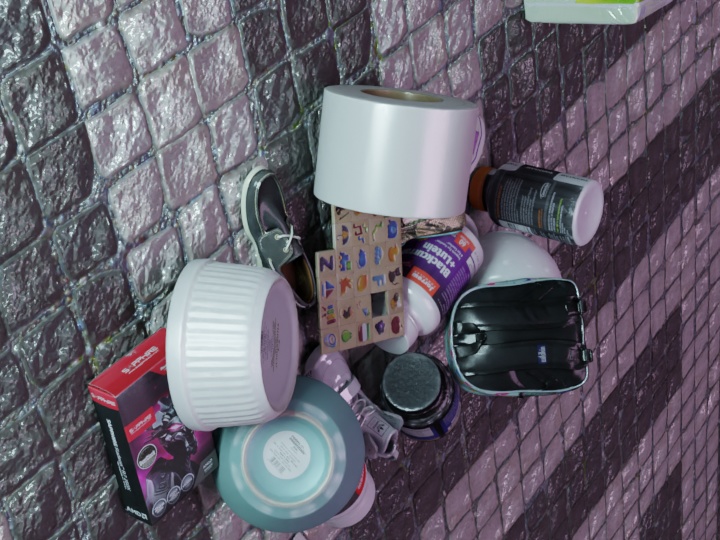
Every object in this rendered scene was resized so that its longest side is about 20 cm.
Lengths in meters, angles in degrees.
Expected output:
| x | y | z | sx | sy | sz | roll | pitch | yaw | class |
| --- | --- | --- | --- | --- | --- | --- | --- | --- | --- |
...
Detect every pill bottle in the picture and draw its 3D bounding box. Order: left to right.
| x | y | z | sx | sy | sz | roll | pitch | yaw | class |
| --- | --- | --- | --- | --- | --- | --- | --- | --- | --- |
| -0.058 | 0.272 | 1.698 | 0.114 | 0.113 | 0.200 | -61 | 144 | -19 | pill bottle |
| 0.086 | 0.023 | 1.809 | 0.200 | 0.111 | 0.112 | -52 | 141 | -31 | pill bottle |
| 0.088 | 0.184 | 1.830 | 0.200 | 0.111 | 0.112 | 62 | 51 | -71 | pill bottle |
| 0.271 | -0.110 | 1.944 | 0.106 | 0.199 | 0.107 | -29 | 127 | -47 | pill bottle |

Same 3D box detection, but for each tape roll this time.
| x | y | z | sx | sy | sz | roll | pitch | yaw | class |
| --- | --- | --- | --- | --- | --- | --- | --- | --- | --- |
| 0.045 | -0.156 | 1.594 | 0.202 | 0.202 | 0.140 | -14 | 115 | -53 | tape roll |

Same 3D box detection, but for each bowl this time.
| x | y | z | sx | sy | sz | roll | pitch | yaw | class |
| --- | --- | --- | --- | --- | --- | --- | --- | --- | --- |
| -0.090 | 0.231 | 1.536 | 0.105 | 0.200 | 0.202 | 140 | -32 | -85 | bowl |

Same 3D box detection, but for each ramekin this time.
| x | y | z | sx | sy | sz | roll | pitch | yaw | class |
| --- | --- | --- | --- | --- | --- | --- | --- | --- | --- |
| -0.142 | 0.087 | 1.442 | 0.200 | 0.104 | 0.202 | 1 | 90 | -77 | ramekin |

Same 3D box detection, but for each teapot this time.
| x | y | z | sx | sy | sz | roll | pitch | yaw | class |
| --- | --- | --- | --- | --- | --- | --- | --- | --- | --- |
| 0.226 | 0.004 | 1.977 | 0.201 | 0.196 | 0.147 | 90 | 0 | -55 | teapot |

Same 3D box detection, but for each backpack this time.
| x | y | z | sx | sy | sz | roll | pitch | yaw | class |
| --- | --- | --- | --- | --- | --- | --- | --- | --- | --- |
| 0.223 | 0.101 | 1.826 | 0.151 | 0.199 | 0.179 | 133 | -48 | -80 | backpack |

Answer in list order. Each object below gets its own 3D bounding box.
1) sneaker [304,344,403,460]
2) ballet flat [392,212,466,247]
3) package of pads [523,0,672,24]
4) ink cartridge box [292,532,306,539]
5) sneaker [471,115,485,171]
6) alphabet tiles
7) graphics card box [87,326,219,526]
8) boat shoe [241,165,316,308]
| x | y | z | sx | sy | sz | roll | pitch | yaw | class |
| --- | --- | --- | --- | --- | --- | --- | --- | --- | --- |
| -0.005 | 0.188 | 1.737 | 0.075 | 0.114 | 0.201 | -45 | 137 | -30 | sneaker |
| 0.059 | -0.067 | 1.747 | 0.199 | 0.068 | 0.076 | -20 | 110 | -23 | ballet flat |
| 0.382 | -0.441 | 1.971 | 0.154 | 0.199 | 0.069 | -34 | 125 | -45 | package of pads |
| -0.094 | 0.493 | 1.778 | 0.201 | 0.068 | 0.116 | -59 | 144 | -22 | ink cartridge box |
| 0.111 | -0.171 | 1.805 | 0.201 | 0.072 | 0.114 | -62 | 142 | -18 | sneaker |
| 0.000 | 0.000 | 1.651 | 0.167 | 0.008 | 0.201 | -10 | 100 | -47 | alphabet tiles |
| -0.239 | 0.184 | 1.454 | 0.125 | 0.051 | 0.201 | -40 | 135 | -41 | graphics card box |
| -0.098 | -0.040 | 1.554 | 0.072 | 0.067 | 0.201 | -40 | 133 | -38 | boat shoe |
